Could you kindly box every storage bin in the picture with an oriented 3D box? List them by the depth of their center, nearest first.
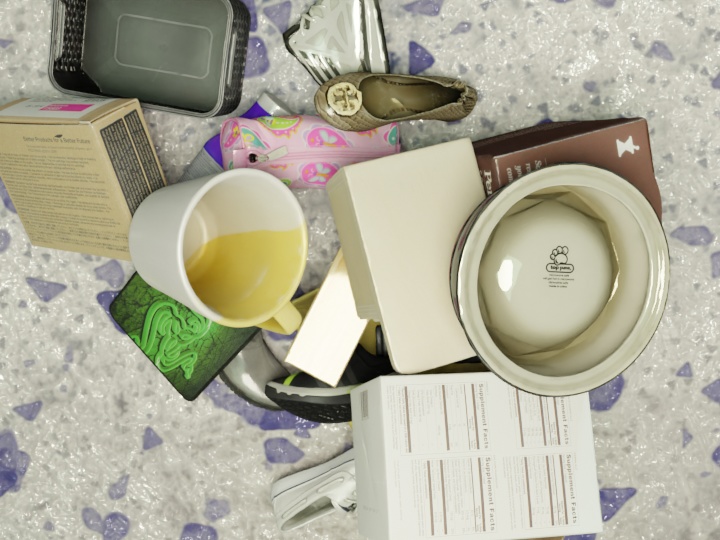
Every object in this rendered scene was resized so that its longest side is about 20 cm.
[{"bbox_3d":[-0.235,-0.254,0.946,0.199,0.094,0.136,10,103,2],"label":"storage bin"}]

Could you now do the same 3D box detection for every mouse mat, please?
[{"bbox_3d":[-0.208,0.050,0.998,0.161,0.008,0.200,47,124,4],"label":"mouse mat"}]

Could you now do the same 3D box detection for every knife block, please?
[{"bbox_3d":[0.000,0.000,0.898,0.064,0.200,0.176,27,133,-1],"label":"knife block"}]

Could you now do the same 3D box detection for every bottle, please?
[{"bbox_3d":[-0.153,-0.116,0.980,0.084,0.065,0.200,43,103,19],"label":"bottle"}]

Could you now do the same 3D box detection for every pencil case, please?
[{"bbox_3d":[-0.055,-0.129,0.923,0.199,0.087,0.088,-5,105,-25],"label":"pencil case"}]

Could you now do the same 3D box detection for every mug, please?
[{"bbox_3d":[-0.155,-0.010,0.854,0.153,0.149,0.188,8,111,47],"label":"mug"}]

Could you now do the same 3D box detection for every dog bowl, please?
[{"bbox_3d":[0.166,0.005,0.742,0.199,0.074,0.201,-2,98,-13],"label":"dog bowl"}]

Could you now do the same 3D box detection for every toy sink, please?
[{"bbox_3d":[0.057,-0.011,0.826,0.130,0.112,0.201,-15,89,-13],"label":"toy sink"}]

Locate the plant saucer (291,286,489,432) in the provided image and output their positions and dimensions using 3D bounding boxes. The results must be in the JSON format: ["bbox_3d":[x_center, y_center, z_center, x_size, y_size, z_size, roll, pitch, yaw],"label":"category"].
[{"bbox_3d":[0.043,0.080,1.022,0.199,0.048,0.201,-27,99,10],"label":"plant saucer"}]

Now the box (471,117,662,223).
[{"bbox_3d":[0.187,-0.061,0.880,0.163,0.200,0.167,-15,101,-12],"label":"box"}]

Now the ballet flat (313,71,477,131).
[{"bbox_3d":[0.045,-0.186,0.910,0.199,0.046,0.068,-5,84,-28],"label":"ballet flat"}]

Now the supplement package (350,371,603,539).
[{"bbox_3d":[0.103,0.179,0.817,0.199,0.152,0.152,-1,78,-12],"label":"supplement package"}]

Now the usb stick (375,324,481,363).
[{"bbox_3d":[0.117,0.082,0.974,0.199,0.033,0.056,-2,103,6],"label":"usb stick"}]

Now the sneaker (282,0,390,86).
[{"bbox_3d":[-0.037,-0.297,0.927,0.115,0.076,0.202,-9,105,5],"label":"sneaker"}]

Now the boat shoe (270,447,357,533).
[{"bbox_3d":[-0.020,0.274,1.052,0.199,0.066,0.074,-28,138,18],"label":"boat shoe"}]

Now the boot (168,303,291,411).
[{"bbox_3d":[-0.130,0.072,1.004,0.200,0.070,0.132,40,124,-6],"label":"boot"}]

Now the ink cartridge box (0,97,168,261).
[{"bbox_3d":[-0.311,-0.104,0.934,0.199,0.075,0.165,9,125,33],"label":"ink cartridge box"}]

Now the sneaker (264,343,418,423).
[{"bbox_3d":[-0.015,0.126,0.968,0.199,0.083,0.072,-4,147,27],"label":"sneaker"}]

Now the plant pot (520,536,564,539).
[{"bbox_3d":[0.114,0.229,0.965,0.187,0.187,0.200,-41,104,12],"label":"plant pot"}]
